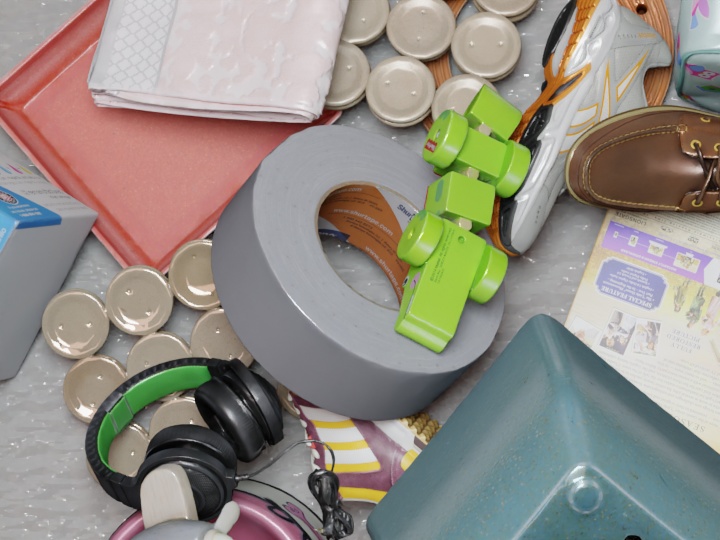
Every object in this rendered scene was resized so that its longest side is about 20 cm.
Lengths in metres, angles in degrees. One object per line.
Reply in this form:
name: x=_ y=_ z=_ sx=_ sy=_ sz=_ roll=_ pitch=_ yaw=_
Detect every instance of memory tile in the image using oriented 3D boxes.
memory tile: x=0.021 y=-0.181 z=1.450 sx=0.199 sy=0.017 sz=0.154 roll=15 pitch=76 yaw=8
memory tile: x=-0.120 y=0.060 z=1.438 sx=0.199 sy=0.017 sz=0.154 roll=-19 pitch=93 yaw=3

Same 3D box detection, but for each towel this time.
towel: x=-0.093 y=-0.206 z=1.437 sx=0.190 sy=0.032 sz=0.201 roll=6 pitch=73 yaw=23

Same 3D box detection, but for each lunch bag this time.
lunch bag: x=0.317 y=-0.158 z=1.369 sx=0.199 sy=0.160 sz=0.078 roll=3 pitch=79 yaw=9

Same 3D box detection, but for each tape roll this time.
tape roll: x=0.000 y=0.000 z=1.366 sx=0.199 sy=0.066 sz=0.201 roll=19 pitch=49 yaw=-24

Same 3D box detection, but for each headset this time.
headset: x=-0.094 y=0.128 z=1.363 sx=0.199 sy=0.094 sz=0.124 roll=12 pitch=48 yaw=36

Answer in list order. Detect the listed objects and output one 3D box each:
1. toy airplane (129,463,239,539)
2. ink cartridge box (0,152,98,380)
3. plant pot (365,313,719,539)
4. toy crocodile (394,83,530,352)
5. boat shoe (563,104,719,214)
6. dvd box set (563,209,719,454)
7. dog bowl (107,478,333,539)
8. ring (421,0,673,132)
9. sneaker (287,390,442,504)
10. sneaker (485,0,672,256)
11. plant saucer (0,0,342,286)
toy airplane: x=-0.098 y=0.250 z=1.275 sx=0.200 sy=0.141 sz=0.200 roll=35 pitch=104 yaw=-1
ink cartridge box: x=-0.323 y=-0.028 z=1.418 sx=0.199 sy=0.147 sz=0.145 roll=31 pitch=101 yaw=11
plant pot: x=0.135 y=0.175 z=1.266 sx=0.196 sy=0.200 sz=0.196 roll=39 pitch=97 yaw=-5
toy crocodile: x=0.065 y=-0.039 z=1.344 sx=0.067 sy=0.062 sz=0.201 roll=23 pitch=66 yaw=-18
boat shoe: x=0.239 y=-0.075 z=1.370 sx=0.199 sy=0.068 sz=0.072 roll=-4 pitch=103 yaw=-18
dvd box set: x=0.216 y=0.050 z=1.405 sx=0.146 sy=0.029 sz=0.201 roll=20 pitch=81 yaw=10
dog bowl: x=-0.103 y=0.241 z=1.388 sx=0.199 sy=0.074 sz=0.201 roll=-2 pitch=78 yaw=8
ring: x=0.130 y=-0.160 z=1.467 sx=0.199 sy=0.019 sz=0.202 roll=-1 pitch=79 yaw=7
sneaker: x=-0.019 y=0.110 z=1.394 sx=0.200 sy=0.075 sz=0.090 roll=40 pitch=102 yaw=5
sneaker: x=0.159 y=-0.095 z=1.400 sx=0.092 sy=0.076 sz=0.201 roll=27 pitch=84 yaw=-17
plant saucer: x=-0.145 y=-0.119 z=1.486 sx=0.200 sy=0.037 sz=0.200 roll=-42 pitch=76 yaw=-3
